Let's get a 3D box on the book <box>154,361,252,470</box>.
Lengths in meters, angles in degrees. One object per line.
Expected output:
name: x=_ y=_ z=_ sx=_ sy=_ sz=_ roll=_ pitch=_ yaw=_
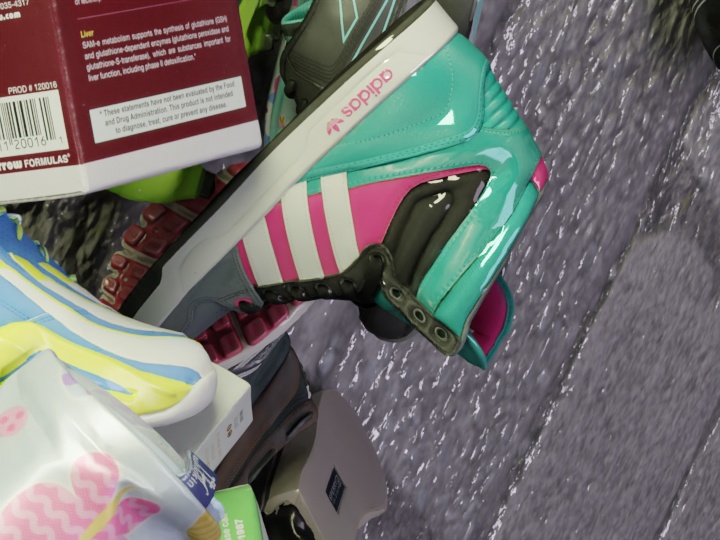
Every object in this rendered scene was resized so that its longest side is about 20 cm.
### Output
book: x=-0.149 y=0.093 z=0.919 sx=0.200 sy=0.133 sz=0.048 roll=-53 pitch=156 yaw=-32

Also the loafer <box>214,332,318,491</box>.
loafer: x=-0.072 y=0.103 z=1.116 sx=0.063 sy=0.072 sz=0.200 roll=55 pitch=44 yaw=-22

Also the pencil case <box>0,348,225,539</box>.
pencil case: x=-0.137 y=0.119 z=0.804 sx=0.200 sy=0.083 sz=0.091 roll=-44 pitch=137 yaw=-8

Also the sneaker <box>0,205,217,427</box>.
sneaker: x=-0.135 y=-0.002 z=0.865 sx=0.200 sy=0.076 sz=0.105 roll=8 pitch=90 yaw=-33

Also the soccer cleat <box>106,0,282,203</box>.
soccer cleat: x=-0.077 y=-0.100 z=1.003 sx=0.200 sy=0.081 sz=0.068 roll=-71 pitch=175 yaw=-52

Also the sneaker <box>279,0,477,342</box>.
sneaker: x=0.005 y=-0.070 z=1.011 sx=0.075 sy=0.079 sz=0.200 roll=-105 pitch=-162 yaw=-76

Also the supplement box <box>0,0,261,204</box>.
supplement box: x=-0.102 y=-0.130 z=0.851 sx=0.109 sy=0.061 sz=0.200 roll=-19 pitch=102 yaw=-57

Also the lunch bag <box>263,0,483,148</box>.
lunch bag: x=0.019 y=-0.129 z=1.114 sx=0.160 sy=0.077 sz=0.200 roll=-57 pitch=162 yaw=-73

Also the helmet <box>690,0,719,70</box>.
helmet: x=0.301 y=-0.178 z=1.541 sx=0.200 sy=0.191 sz=0.200 roll=-5 pitch=100 yaw=-28

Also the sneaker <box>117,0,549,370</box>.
sneaker: x=0.000 y=0.000 z=0.958 sx=0.200 sy=0.121 sz=0.084 roll=-42 pitch=-175 yaw=30

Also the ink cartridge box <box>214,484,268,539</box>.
ink cartridge box: x=-0.121 y=0.178 z=0.921 sx=0.084 sy=0.200 sz=0.146 roll=78 pitch=0 yaw=-49

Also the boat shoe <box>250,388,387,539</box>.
boat shoe: x=-0.048 y=0.121 z=1.232 sx=0.075 sy=0.093 sz=0.200 roll=62 pitch=13 yaw=-5

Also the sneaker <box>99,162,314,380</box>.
sneaker: x=-0.085 y=0.033 z=1.056 sx=0.200 sy=0.081 sz=0.075 roll=-43 pitch=162 yaw=-3
